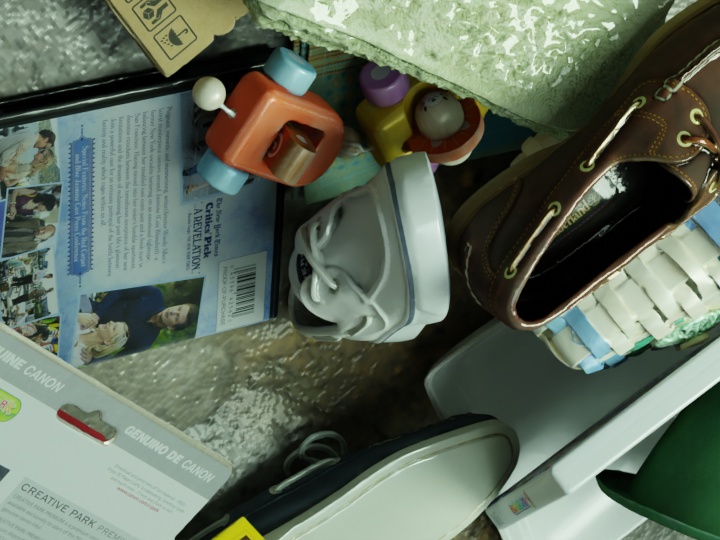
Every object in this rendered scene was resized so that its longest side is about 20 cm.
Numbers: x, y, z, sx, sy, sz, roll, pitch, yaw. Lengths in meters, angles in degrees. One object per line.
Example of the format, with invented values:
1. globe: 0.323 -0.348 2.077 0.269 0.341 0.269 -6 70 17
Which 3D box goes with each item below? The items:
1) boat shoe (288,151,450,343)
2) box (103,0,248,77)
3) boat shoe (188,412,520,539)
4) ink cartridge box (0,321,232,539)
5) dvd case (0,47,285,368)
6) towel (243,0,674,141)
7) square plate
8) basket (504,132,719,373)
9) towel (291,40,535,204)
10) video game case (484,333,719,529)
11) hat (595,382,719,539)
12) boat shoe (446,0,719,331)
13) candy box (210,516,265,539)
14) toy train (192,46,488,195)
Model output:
1. boat shoe: 0.000 0.000 1.289 0.065 0.074 0.200 -8 163 -8
2. box: -0.073 -0.201 1.184 0.163 0.021 0.200 -40 129 -3
3. boat shoe: -0.013 0.125 1.423 0.199 0.062 0.075 -33 129 -10
4. ink cartridge box: -0.183 0.093 1.245 0.176 0.084 0.200 -46 140 6
5. dvd case: -0.123 -0.020 1.282 0.199 0.018 0.143 -14 124 -28
6. towel: 0.053 -0.147 1.218 0.199 0.036 0.149 20 97 -23
7. square plate: 0.137 0.058 1.512 0.200 0.028 0.199 -37 132 -11
8. basket: 0.153 -0.043 1.359 0.200 0.139 0.176 -46 174 4
9. towel: 0.032 -0.137 1.317 0.146 0.022 0.201 -15 124 -28
10. video game case: 0.136 0.074 1.401 0.143 0.018 0.200 -36 175 -11
11. hat: 0.226 0.054 1.475 0.165 0.200 0.177 17 95 -5
12. boat shoe: 0.130 -0.047 1.227 0.200 0.070 0.070 -42 120 1
13. candy box: -0.024 0.215 1.311 0.102 0.200 0.026 -34 165 -41
14. toy train: 0.022 -0.099 1.265 0.150 0.056 0.200 24 107 -49
